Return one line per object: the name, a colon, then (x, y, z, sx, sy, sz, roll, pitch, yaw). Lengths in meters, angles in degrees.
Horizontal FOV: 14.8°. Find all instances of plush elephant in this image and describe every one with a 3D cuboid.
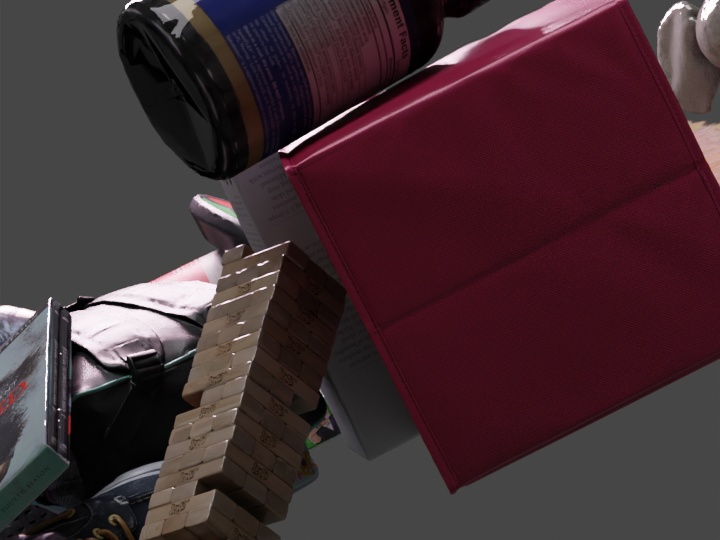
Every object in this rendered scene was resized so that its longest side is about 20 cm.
plush elephant: (0.290, -0.147, 1.880, 0.200, 0.155, 0.164, -29, 8, -31)

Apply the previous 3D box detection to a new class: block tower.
block tower: (-0.061, 0.076, 1.489, 0.058, 0.054, 0.201, -19, 44, 38)

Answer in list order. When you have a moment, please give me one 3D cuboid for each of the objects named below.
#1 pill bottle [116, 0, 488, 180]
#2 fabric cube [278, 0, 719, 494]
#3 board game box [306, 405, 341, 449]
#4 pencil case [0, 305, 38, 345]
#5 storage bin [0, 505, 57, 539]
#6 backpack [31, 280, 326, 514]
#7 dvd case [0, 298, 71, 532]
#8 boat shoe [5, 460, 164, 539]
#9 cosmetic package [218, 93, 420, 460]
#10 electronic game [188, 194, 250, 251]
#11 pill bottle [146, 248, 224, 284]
pill bottle: (-0.025, -0.142, 1.538, 0.200, 0.112, 0.112, -32, 8, -21)
fabric cube: (0.086, -0.021, 1.514, 0.199, 0.201, 0.196, -28, 8, -1)
board game box: (0.008, 0.066, 1.850, 0.134, 0.029, 0.200, -26, 7, -5)
pencil case: (-0.179, 0.077, 1.849, 0.199, 0.090, 0.078, 10, 51, 9)
storage bin: (-0.259, 0.173, 1.749, 0.200, 0.094, 0.135, -30, 8, -39)
backpack: (-0.132, 0.088, 1.649, 0.175, 0.154, 0.200, -29, 23, -28)
dvd case: (-0.213, 0.105, 1.516, 0.146, 0.022, 0.200, -43, 18, 12)
boat shoe: (-0.141, 0.161, 1.480, 0.199, 0.071, 0.091, -23, 8, -20)
cosmetic package: (0.000, 0.000, 1.646, 0.101, 0.201, 0.071, -26, 6, -9)
electronic game: (-0.034, -0.012, 2.056, 0.200, 0.199, 0.042, -110, 42, -83)
pill bottle: (-0.162, 0.074, 2.059, 0.199, 0.113, 0.112, -26, 7, -3)
